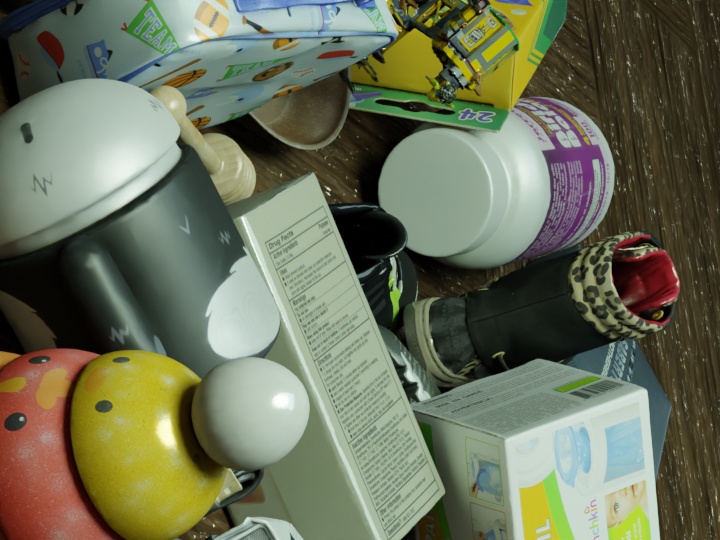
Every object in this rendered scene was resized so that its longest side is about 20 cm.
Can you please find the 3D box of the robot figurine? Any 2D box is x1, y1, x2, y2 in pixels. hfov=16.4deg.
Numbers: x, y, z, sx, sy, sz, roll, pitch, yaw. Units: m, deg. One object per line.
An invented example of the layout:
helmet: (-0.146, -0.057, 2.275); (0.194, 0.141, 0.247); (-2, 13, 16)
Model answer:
robot figurine: (-0.119, 0.004, 1.235); (0.125, 0.150, 0.201); (-38, 110, -34)

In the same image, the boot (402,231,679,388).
boot: (0.133, 0.027, 1.582); (0.200, 0.150, 0.074); (7, 67, -58)

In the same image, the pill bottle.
pill bottle: (0.090, -0.059, 1.687); (0.200, 0.112, 0.113); (-13, 84, -64)

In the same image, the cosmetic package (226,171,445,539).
cosmetic package: (-0.041, 0.061, 1.382); (0.103, 0.087, 0.201); (-32, 102, -62)

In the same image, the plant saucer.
plant saucer: (-0.073, -0.164, 1.532); (0.200, 0.036, 0.201); (41, 38, -43)

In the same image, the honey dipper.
honey dipper: (-0.091, -0.069, 1.350); (0.200, 0.038, 0.038); (51, 24, -78)

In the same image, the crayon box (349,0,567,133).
crayon box: (0.059, -0.163, 1.676); (0.200, 0.125, 0.052); (-59, 155, -58)

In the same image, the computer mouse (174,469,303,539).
computer mouse: (-0.069, 0.152, 1.284); (0.044, 0.109, 0.200); (52, 1, 34)

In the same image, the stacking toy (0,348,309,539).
stacking toy: (-0.108, 0.079, 1.112); (0.146, 0.199, 0.147); (43, 37, -44)

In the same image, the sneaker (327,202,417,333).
sneaker: (0.000, 0.000, 1.506); (0.200, 0.082, 0.072); (8, 65, -61)

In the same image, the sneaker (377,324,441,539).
sneaker: (0.038, 0.104, 1.533); (0.201, 0.066, 0.091); (62, 24, -25)

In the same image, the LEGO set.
LEGO set: (-0.011, -0.166, 1.461); (0.154, 0.116, 0.200); (43, -8, 49)

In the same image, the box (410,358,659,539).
box: (0.105, 0.169, 1.470); (0.112, 0.101, 0.201); (-17, 107, -33)

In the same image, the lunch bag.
lunch bag: (-0.080, -0.130, 1.331); (0.199, 0.160, 0.076); (-11, 81, -50)

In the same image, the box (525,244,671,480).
box: (0.157, 0.101, 1.775); (0.158, 0.051, 0.200); (59, 29, -23)
